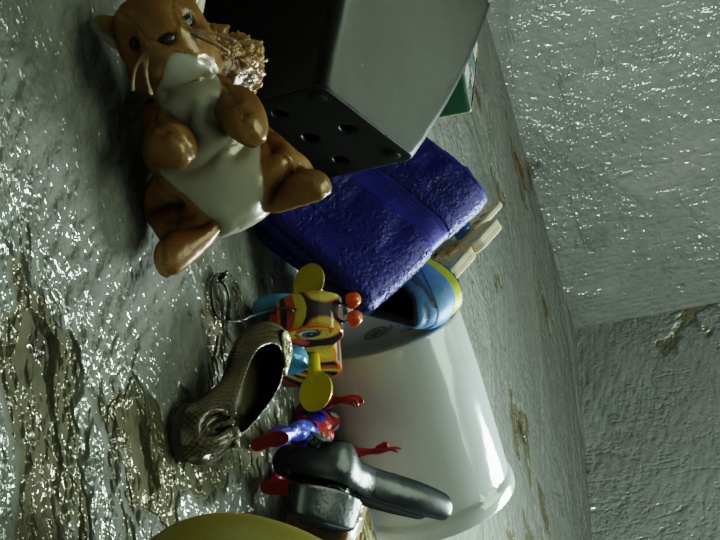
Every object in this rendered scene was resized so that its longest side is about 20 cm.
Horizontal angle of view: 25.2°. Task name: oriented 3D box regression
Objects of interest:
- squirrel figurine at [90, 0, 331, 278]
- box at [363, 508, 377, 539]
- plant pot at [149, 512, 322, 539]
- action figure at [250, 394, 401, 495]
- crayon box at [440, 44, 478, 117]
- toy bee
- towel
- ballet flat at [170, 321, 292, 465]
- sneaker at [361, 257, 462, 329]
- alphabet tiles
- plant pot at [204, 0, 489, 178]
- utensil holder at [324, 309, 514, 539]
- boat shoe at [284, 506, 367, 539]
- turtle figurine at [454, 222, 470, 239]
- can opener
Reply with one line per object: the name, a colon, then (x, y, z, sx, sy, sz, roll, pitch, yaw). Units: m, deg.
squirrel figurine: (-0.127, -0.126, 1.211, 0.200, 0.141, 0.187, -107, 172, -72)
box: (-0.004, 0.273, 1.550, 0.041, 0.039, 0.200, -48, 126, -73)
plant pot: (-0.080, 0.226, 0.980, 0.142, 0.200, 0.200, -133, -158, -61)
action figure: (-0.025, 0.149, 1.443, 0.200, 0.099, 0.065, -31, 111, -79)
crayon box: (0.047, -0.235, 1.901, 0.200, 0.172, 0.058, -79, 158, -61)
toy bee: (-0.044, 0.057, 1.404, 0.200, 0.109, 0.131, 4, 77, -77)
towel: (0.012, -0.061, 1.513, 0.200, 0.148, 0.050, -44, 162, -35)
ballet flat: (-0.088, 0.094, 1.250, 0.200, 0.046, 0.067, -46, 129, -63)
sneaker: (0.000, 0.000, 1.545, 0.078, 0.200, 0.066, -24, 133, -48)
alphabet tiles: (0.075, -0.001, 1.784, 0.015, 0.200, 0.196, 50, 58, -10)
plant pot: (-0.028, -0.193, 1.438, 0.200, 0.199, 0.178, 34, 58, -43)
utensil holder: (0.047, 0.145, 1.606, 0.170, 0.170, 0.200, -66, 140, -69)
boat shoe: (-0.034, 0.231, 1.410, 0.200, 0.074, 0.069, -55, 153, -73)
turtle figurine: (-0.001, -0.054, 1.765, 0.194, 0.200, 0.144, 23, 82, -49)
can opener: (0.001, 0.185, 1.366, 0.200, 0.063, 0.079, 21, 81, -48)
